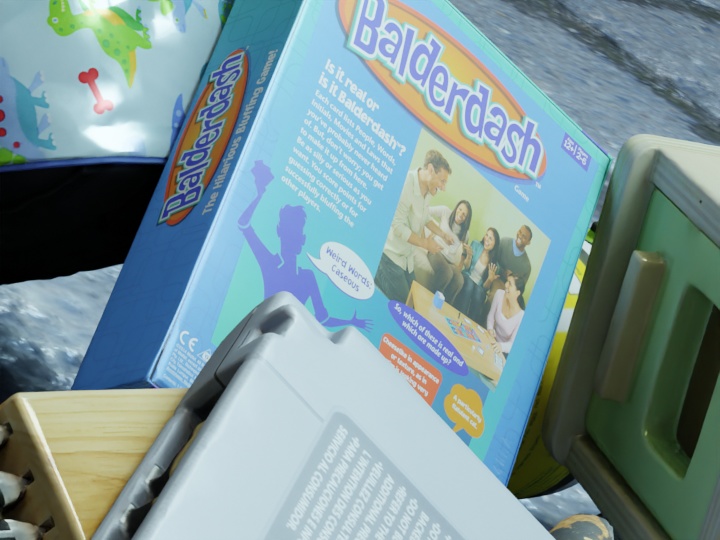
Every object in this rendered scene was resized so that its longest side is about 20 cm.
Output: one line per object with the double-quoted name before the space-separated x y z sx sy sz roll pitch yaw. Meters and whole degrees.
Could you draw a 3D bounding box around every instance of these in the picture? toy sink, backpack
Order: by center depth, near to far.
"backpack" -0.134 -0.071 1.017 0.200 0.147 0.183 -9 -5 36
"toy sink" 0.142 0.032 1.025 0.112 0.130 0.200 9 20 -18

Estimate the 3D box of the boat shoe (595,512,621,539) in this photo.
"boat shoe" 0.129 0.147 1.000 0.071 0.070 0.201 -5 29 -26

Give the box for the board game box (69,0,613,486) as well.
"board game box" 0.000 0.000 0.962 0.045 0.200 0.152 -15 -47 44

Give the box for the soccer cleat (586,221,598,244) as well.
"soccer cleat" 0.123 0.024 1.355 0.200 0.084 0.065 12 26 39

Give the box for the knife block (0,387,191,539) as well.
"knife block" -0.072 0.062 0.680 0.176 0.064 0.200 41 31 -21

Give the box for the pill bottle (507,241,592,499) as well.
"pill bottle" 0.008 0.034 1.080 0.112 0.112 0.200 36 21 34

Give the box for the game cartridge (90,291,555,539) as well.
"game cartridge" -0.008 0.101 0.630 0.133 0.040 0.200 44 32 -8

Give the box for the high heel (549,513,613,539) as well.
"high heel" -0.014 0.112 0.787 0.143 0.071 0.200 29 49 4
